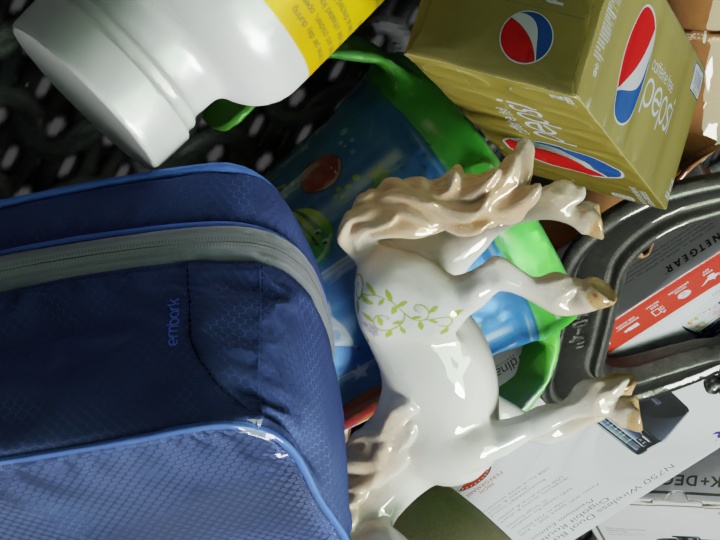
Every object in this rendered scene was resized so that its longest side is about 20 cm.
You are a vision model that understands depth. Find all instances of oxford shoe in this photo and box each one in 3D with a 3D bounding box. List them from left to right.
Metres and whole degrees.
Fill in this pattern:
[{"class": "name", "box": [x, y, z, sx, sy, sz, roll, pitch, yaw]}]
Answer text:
[{"class": "oxford shoe", "box": [0.148, -0.094, 1.163, 0.071, 0.071, 0.200, -25, 148, -56]}]

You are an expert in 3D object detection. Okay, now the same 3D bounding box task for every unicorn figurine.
[{"class": "unicorn figurine", "box": [0.038, 0.048, 1.063, 0.137, 0.074, 0.201, -12, 104, 6]}]

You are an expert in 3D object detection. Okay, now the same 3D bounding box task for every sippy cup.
[{"class": "sippy cup", "box": [0.000, 0.000, 1.129, 0.130, 0.178, 0.140, -34, 172, -6]}]

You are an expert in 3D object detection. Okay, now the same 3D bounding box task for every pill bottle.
[{"class": "pill bottle", "box": [-0.030, -0.132, 0.983, 0.200, 0.104, 0.104, -46, 146, -8]}]

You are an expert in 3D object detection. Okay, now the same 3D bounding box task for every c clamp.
[{"class": "c clamp", "box": [0.157, 0.008, 1.215, 0.170, 0.027, 0.200, -16, 149, -7]}]

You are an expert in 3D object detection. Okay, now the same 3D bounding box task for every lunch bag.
[{"class": "lunch bag", "box": [-0.106, 0.045, 1.004, 0.199, 0.133, 0.136, -9, 146, 8]}]

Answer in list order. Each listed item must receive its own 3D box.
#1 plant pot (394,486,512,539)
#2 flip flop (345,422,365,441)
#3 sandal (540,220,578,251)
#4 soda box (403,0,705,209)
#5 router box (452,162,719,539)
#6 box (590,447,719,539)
[{"class": "plant pot", "box": [0.014, 0.170, 1.234, 0.135, 0.200, 0.200, -47, 146, -11]}, {"class": "flip flop", "box": [-0.009, 0.048, 1.213, 0.200, 0.058, 0.081, -38, 144, -13]}, {"class": "sandal", "box": [0.149, -0.081, 1.245, 0.207, 0.079, 0.059, -56, -173, 12]}, {"class": "soda box", "box": [0.078, -0.079, 1.033, 0.200, 0.067, 0.064, 36, 71, -71]}, {"class": "router box", "box": [0.122, 0.049, 1.317, 0.200, 0.049, 0.179, -34, 148, 13]}, {"class": "box", "box": [0.196, 0.140, 1.478, 0.200, 0.116, 0.060, 56, 40, -54]}]
